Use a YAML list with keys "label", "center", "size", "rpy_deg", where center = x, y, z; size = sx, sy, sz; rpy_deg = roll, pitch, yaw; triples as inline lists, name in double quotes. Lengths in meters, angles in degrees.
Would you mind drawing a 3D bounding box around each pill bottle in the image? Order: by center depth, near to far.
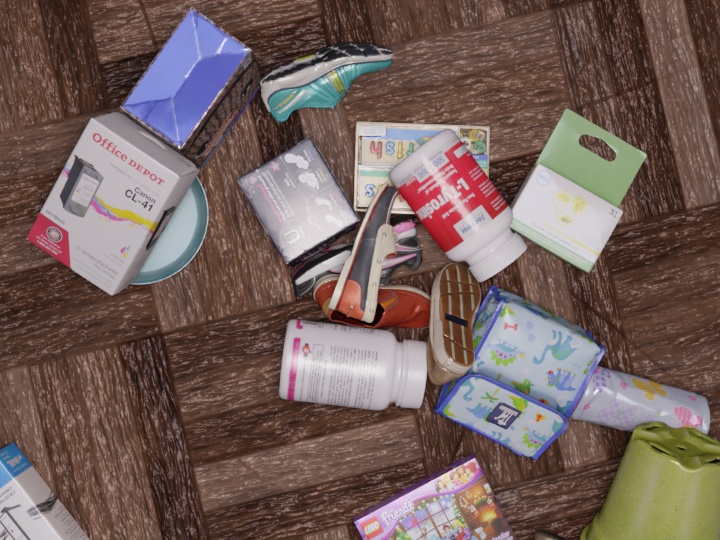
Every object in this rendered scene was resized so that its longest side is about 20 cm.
- label: "pill bottle"
  center: [0.139, -0.088, 1.349]
  size: [0.112, 0.112, 0.200]
  rpy_deg: [-37, 92, -2]
- label: "pill bottle"
  center: [-0.010, 0.136, 1.366]
  size: [0.199, 0.113, 0.114]
  rpy_deg: [7, 89, -2]

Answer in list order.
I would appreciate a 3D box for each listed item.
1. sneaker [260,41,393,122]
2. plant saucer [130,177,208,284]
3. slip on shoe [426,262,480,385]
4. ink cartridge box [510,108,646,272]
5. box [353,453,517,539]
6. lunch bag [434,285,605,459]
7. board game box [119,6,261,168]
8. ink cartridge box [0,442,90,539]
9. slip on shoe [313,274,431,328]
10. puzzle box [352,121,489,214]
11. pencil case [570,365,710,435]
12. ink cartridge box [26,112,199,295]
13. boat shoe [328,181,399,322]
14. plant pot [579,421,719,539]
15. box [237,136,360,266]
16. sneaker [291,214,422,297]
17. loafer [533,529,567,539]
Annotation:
- label: "sneaker"
  center: [-0.046, -0.275, 1.399]
  size: [0.199, 0.078, 0.080]
  rpy_deg: [-21, 120, -7]
- label: "plant saucer"
  center: [-0.318, -0.080, 1.399]
  size: [0.199, 0.027, 0.201]
  rpy_deg: [0, 90, -2]
- label: "slip on shoe"
  center: [0.126, 0.074, 1.361]
  size: [0.076, 0.201, 0.061]
  rpy_deg: [21, 134, -17]
- label: "ink cartridge box"
  center: [0.316, -0.118, 1.415]
  size: [0.145, 0.048, 0.201]
  rpy_deg: [30, 91, -1]
- label: "box"
  center: [0.108, 0.374, 1.406]
  size: [0.199, 0.039, 0.137]
  rpy_deg: [-28, 90, -2]
- label: "lunch bag"
  center: [0.221, 0.150, 1.377]
  size: [0.170, 0.127, 0.201]
  rpy_deg: [26, 101, -4]
- label: "board game box"
  center: [-0.222, -0.240, 1.317]
  size: [0.097, 0.200, 0.160]
  rpy_deg: [35, 89, -1]
- label: "ink cartridge box"
  center: [-0.494, 0.369, 1.360]
  size: [0.146, 0.084, 0.200]
  rpy_deg: [-38, 90, -2]
- label: "slip on shoe"
  center: [0.028, 0.056, 1.365]
  size: [0.199, 0.061, 0.074]
  rpy_deg: [13, 127, -29]
- label: "puzzle box"
  center: [0.088, -0.146, 1.416]
  size: [0.199, 0.025, 0.134]
  rpy_deg: [1, 90, -2]
- label: "pencil case"
  center: [0.399, 0.198, 1.398]
  size: [0.199, 0.083, 0.091]
  rpy_deg: [18, 126, -3]
- label: "ink cartridge box"
  center: [-0.336, -0.091, 1.317]
  size: [0.147, 0.086, 0.200]
  rpy_deg: [33, 108, 0]
- label: "boat shoe"
  center: [0.018, -0.026, 1.307]
  size: [0.062, 0.071, 0.201]
  rpy_deg: [21, 67, 1]
- label: "plant pot"
  center: [0.415, 0.315, 1.317]
  size: [0.199, 0.200, 0.185]
  rpy_deg: [8, 106, -2]
- label: "box"
  center: [-0.084, -0.087, 1.321]
  size: [0.114, 0.200, 0.132]
  rpy_deg: [-32, 91, -3]
- label: "sneaker"
  center: [0.000, 0.000, 1.388]
  size: [0.199, 0.080, 0.087]
  rpy_deg: [-24, 101, 3]
- label: "loafer"
  center: [0.333, 0.444, 1.401]
  size: [0.199, 0.076, 0.068]
  rpy_deg: [26, 89, 8]
